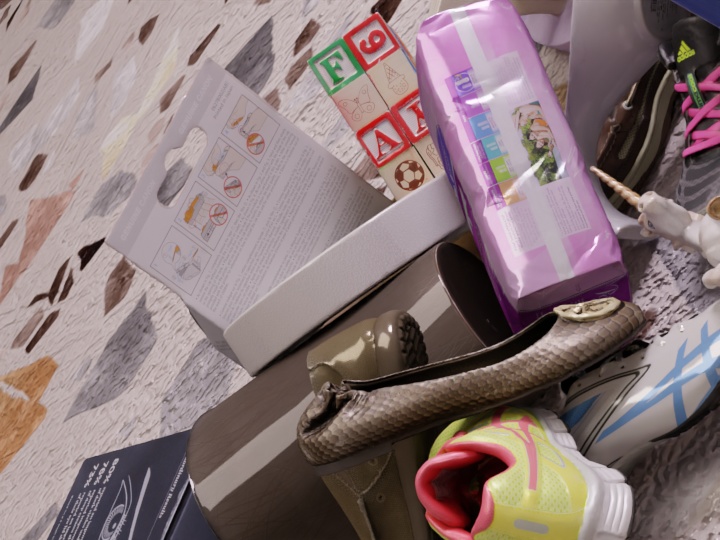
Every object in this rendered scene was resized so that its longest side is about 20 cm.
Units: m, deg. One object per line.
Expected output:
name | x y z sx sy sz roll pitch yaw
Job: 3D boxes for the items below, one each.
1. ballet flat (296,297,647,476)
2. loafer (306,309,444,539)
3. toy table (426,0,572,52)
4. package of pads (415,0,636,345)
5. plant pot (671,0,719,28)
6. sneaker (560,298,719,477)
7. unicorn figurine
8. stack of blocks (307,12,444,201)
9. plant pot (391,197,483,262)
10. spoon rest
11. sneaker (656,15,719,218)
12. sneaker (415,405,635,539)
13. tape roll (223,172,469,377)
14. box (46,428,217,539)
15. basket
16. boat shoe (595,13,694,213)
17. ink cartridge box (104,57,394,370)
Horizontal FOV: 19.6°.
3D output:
ballet flat | 0.057 0.054 1.121 0.199 0.047 0.067 -23 1 3
loafer | 0.014 0.119 1.206 0.067 0.201 0.076 -3 15 18
toy table | 0.119 -0.232 1.499 0.200 0.116 0.185 171 112 -69
package of pads | 0.095 -0.049 1.238 0.075 0.121 0.201 -21 63 1
plant pot | 0.262 -0.227 1.160 0.180 0.199 0.201 -45 32 37
sneaker | 0.154 0.062 1.126 0.200 0.073 0.072 -44 -11 26
unicorn figurine | 0.217 -0.034 1.110 0.199 0.074 0.137 -9 1 14
stack of blocks | 0.028 -0.110 1.461 0.058 0.116 0.200 -34 0 6
plant pot | 0.046 -0.001 1.486 0.200 0.027 0.201 -43 25 26
spoon rest | 0.159 -0.122 1.283 0.060 0.099 0.202 10 95 45
sneaker | 0.212 -0.106 1.234 0.074 0.087 0.201 -21 41 51
sneaker | 0.065 0.108 1.081 0.200 0.090 0.079 -167 89 -72
tape roll | 0.000 0.000 1.368 0.202 0.037 0.203 -34 -2 -2
box | -0.139 0.205 1.463 0.200 0.104 0.149 -18 42 54
basket | 0.011 0.087 1.305 0.200 0.136 0.180 -40 0 21
boat shoe | 0.162 -0.114 1.355 0.203 0.075 0.075 -60 24 -12
ink cartridge box | -0.076 -0.026 1.467 0.050 0.200 0.162 -12 46 57
